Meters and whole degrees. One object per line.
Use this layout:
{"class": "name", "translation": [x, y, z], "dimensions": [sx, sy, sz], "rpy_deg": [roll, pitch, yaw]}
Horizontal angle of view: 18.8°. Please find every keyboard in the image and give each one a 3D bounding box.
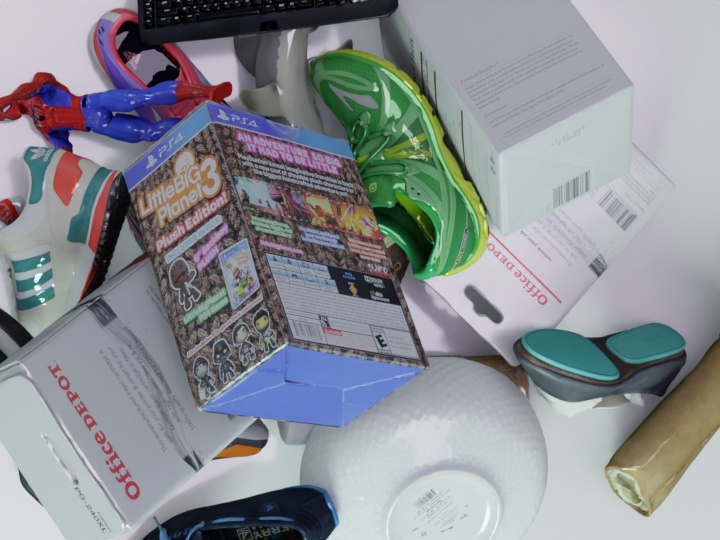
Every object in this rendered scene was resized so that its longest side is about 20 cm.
{"class": "keyboard", "translation": [-0.073, -0.229, 1.660], "dimensions": [0.198, 0.040, 0.105], "rpy_deg": [-7, 53, 1]}

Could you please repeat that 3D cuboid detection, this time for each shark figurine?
{"class": "shark figurine", "translation": [-0.060, -0.193, 1.722], "dimensions": [0.128, 0.089, 0.216], "rpy_deg": [7, 99, -46]}

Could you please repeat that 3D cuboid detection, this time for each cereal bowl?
{"class": "cereal bowl", "translation": [0.056, 0.172, 1.705], "dimensions": [0.198, 0.083, 0.201], "rpy_deg": [-6, 122, -10]}

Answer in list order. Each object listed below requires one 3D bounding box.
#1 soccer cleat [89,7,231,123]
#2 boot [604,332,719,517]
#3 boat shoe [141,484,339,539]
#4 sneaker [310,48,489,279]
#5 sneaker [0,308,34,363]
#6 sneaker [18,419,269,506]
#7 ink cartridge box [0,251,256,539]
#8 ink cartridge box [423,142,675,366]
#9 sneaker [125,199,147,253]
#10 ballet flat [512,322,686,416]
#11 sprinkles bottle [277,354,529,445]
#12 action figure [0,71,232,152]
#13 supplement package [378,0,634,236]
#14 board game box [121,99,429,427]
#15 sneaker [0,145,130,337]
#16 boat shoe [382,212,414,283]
{"class": "soccer cleat", "translation": [-0.135, -0.123, 1.704], "dimensions": [0.068, 0.073, 0.200], "rpy_deg": [-42, 99, -8]}
{"class": "boot", "translation": [0.278, 0.095, 1.758], "dimensions": [0.200, 0.175, 0.066], "rpy_deg": [-46, 61, -10]}
{"class": "boat shoe", "translation": [-0.115, 0.214, 1.677], "dimensions": [0.199, 0.069, 0.084], "rpy_deg": [-30, 94, 23]}
{"class": "sneaker", "translation": [0.023, -0.083, 1.672], "dimensions": [0.083, 0.074, 0.201], "rpy_deg": [-34, 90, -39]}
{"class": "sneaker", "translation": [-0.332, 0.048, 1.664], "dimensions": [0.201, 0.075, 0.116], "rpy_deg": [49, 124, 19]}
{"class": "sneaker", "translation": [-0.175, 0.150, 1.709], "dimensions": [0.199, 0.078, 0.113], "rpy_deg": [8, 105, -19]}
{"class": "ink cartridge box", "translation": [-0.166, 0.086, 1.588], "dimensions": [0.200, 0.083, 0.146], "rpy_deg": [-40, 102, -42]}
{"class": "ink cartridge box", "translation": [0.144, -0.032, 1.768], "dimensions": [0.116, 0.068, 0.200], "rpy_deg": [43, 82, -9]}
{"class": "sneaker", "translation": [-0.122, -0.003, 1.712], "dimensions": [0.080, 0.074, 0.201], "rpy_deg": [-34, 113, -25]}
{"class": "ballet flat", "translation": [0.188, 0.085, 1.751], "dimensions": [0.199, 0.073, 0.074], "rpy_deg": [-4, 92, -45]}
{"class": "sprinkles bottle", "translation": [0.033, 0.102, 1.747], "dimensions": [0.198, 0.068, 0.069], "rpy_deg": [-2, 91, -12]}
{"class": "action figure", "translation": [-0.203, -0.109, 1.648], "dimensions": [0.199, 0.099, 0.066], "rpy_deg": [5, 119, 24]}
{"class": "supplement package", "translation": [0.110, -0.154, 1.688], "dimensions": [0.121, 0.120, 0.201], "rpy_deg": [-26, 61, -10]}
{"class": "board game box", "translation": [-0.062, -0.001, 1.578], "dimensions": [0.159, 0.097, 0.201], "rpy_deg": [13, 50, -48]}
{"class": "sneaker", "translation": [-0.242, -0.011, 1.658], "dimensions": [0.093, 0.070, 0.201], "rpy_deg": [25, 126, 2]}
{"class": "boat shoe", "translation": [0.000, 0.000, 1.735], "dimensions": [0.200, 0.072, 0.072], "rpy_deg": [-48, 134, -29]}
